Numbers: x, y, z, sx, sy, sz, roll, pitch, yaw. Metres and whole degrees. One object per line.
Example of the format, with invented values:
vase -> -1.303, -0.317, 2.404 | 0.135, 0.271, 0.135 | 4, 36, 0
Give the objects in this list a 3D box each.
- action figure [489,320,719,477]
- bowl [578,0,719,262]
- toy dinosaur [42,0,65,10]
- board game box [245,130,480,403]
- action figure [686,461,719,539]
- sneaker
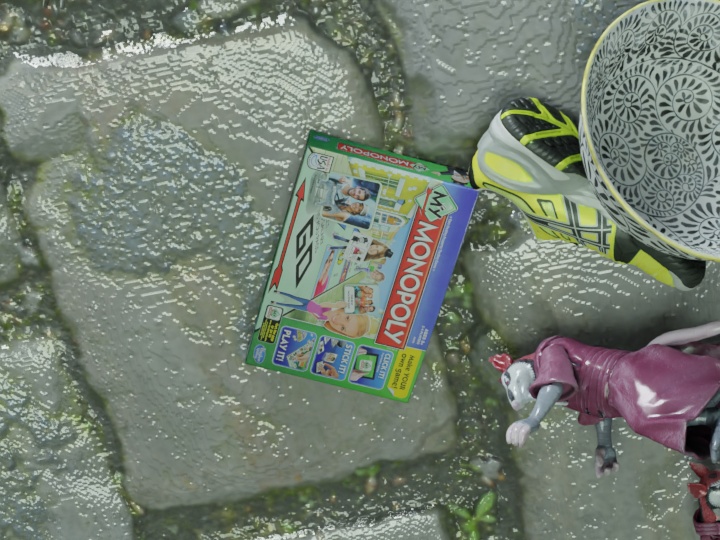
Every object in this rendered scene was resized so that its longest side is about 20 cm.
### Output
action figure -> 0.191, 0.081, 1.635 | 0.200, 0.134, 0.149 | 14, 85, 24
bowl -> 0.228, -0.085, 1.526 | 0.201, 0.201, 0.094 | 25, 154, -12
toy dinosaur -> -0.168, -0.262, 1.500 | 0.181, 0.105, 0.200 | 12, 83, 10
board game box -> 0.000, 0.000, 1.648 | 0.134, 0.029, 0.200 | 14, 120, -5
action figure -> 0.329, 0.225, 1.743 | 0.200, 0.134, 0.149 | 46, 156, -8
sneaker -> 0.170, -0.048, 1.596 | 0.200, 0.075, 0.076 | 37, 128, -9
